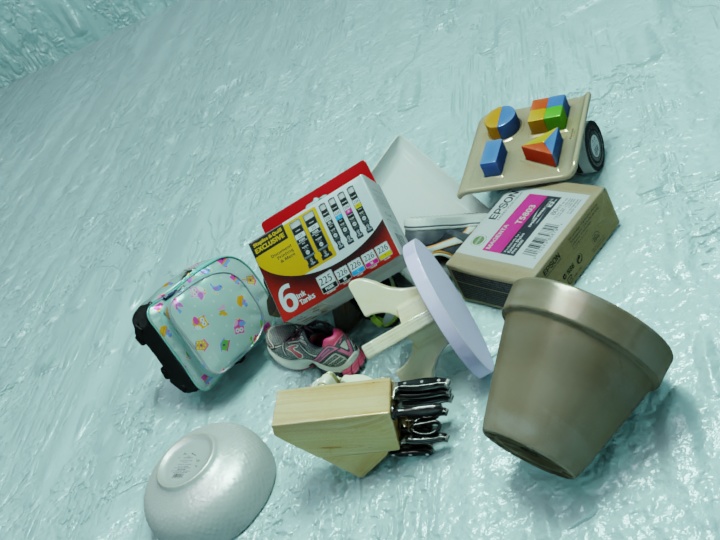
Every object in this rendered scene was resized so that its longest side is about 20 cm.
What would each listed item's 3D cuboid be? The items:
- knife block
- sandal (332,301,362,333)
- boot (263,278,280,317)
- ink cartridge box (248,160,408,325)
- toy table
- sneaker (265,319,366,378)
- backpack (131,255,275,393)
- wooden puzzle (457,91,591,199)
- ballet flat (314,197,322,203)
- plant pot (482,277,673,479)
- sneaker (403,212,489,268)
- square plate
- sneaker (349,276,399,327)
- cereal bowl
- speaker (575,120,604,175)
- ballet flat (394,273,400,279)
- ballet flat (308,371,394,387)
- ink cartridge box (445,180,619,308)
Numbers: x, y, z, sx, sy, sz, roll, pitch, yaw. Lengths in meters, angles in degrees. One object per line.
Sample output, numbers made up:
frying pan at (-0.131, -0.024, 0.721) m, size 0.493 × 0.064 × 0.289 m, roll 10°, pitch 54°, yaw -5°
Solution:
knife block at (0.012, 0.174, 1.264) m, size 0.176 × 0.199 × 0.064 m, roll -50°, pitch 21°, yaw 32°
sandal at (-0.040, 0.022, 1.598) m, size 0.082 × 0.054 × 0.201 m, roll -48°, pitch 30°, yaw 25°
boot at (-0.110, 0.011, 1.609) m, size 0.201 × 0.075 × 0.074 m, roll -100°, pitch 33°, yaw -50°
ink cartridge box at (-0.050, -0.045, 1.445) m, size 0.199 × 0.084 × 0.177 m, roll -31°, pitch 75°, yaw 15°
toy table at (0.077, 0.073, 1.337) m, size 0.117 × 0.184 × 0.201 m, roll -31°, pitch 74°, yaw 16°
sneaker at (-0.075, 0.104, 1.518) m, size 0.199 × 0.075 × 0.081 m, roll 6°, pitch 49°, yaw 46°
backpack at (-0.235, 0.073, 1.595) m, size 0.200 × 0.176 × 0.153 m, roll -43°, pitch 12°, yaw -36°
wooden puzzle at (0.245, -0.199, 1.527) m, size 0.198 × 0.046 × 0.186 m, roll -11°, pitch 42°, yaw 32°
ballet flat at (-0.014, -0.072, 1.647) m, size 0.199 × 0.068 × 0.068 m, roll 18°, pitch 94°, yaw 57°
plant pot at (0.228, 0.133, 1.139) m, size 0.199 × 0.200 × 0.175 m, roll 13°, pitch 70°, yaw 49°
sneaker at (0.146, -0.047, 1.506) m, size 0.199 × 0.080 × 0.078 m, roll -7°, pitch 6°, yaw -35°
square plate at (0.082, -0.082, 1.552) m, size 0.201 × 0.198 × 0.028 m, roll -53°, pitch 5°, yaw -30°
sneaker at (0.000, 0.000, 1.514) m, size 0.072 × 0.082 × 0.201 m, roll -49°, pitch 55°, yaw 26°
cereal bowl at (-0.220, 0.287, 1.393) m, size 0.199 × 0.084 × 0.201 m, roll -22°, pitch 33°, yaw 15°
speaker at (0.279, -0.181, 1.589) m, size 0.198 × 0.082 × 0.082 m, roll -6°, pitch 40°, yaw 35°
ballet flat at (0.077, -0.051, 1.601) m, size 0.200 × 0.072 × 0.072 m, roll -43°, pitch 34°, yaw -17°
ballet flat at (-0.020, 0.169, 1.394) m, size 0.199 × 0.064 × 0.076 m, roll -6°, pitch 40°, yaw 37°
ink cartridge box at (0.245, -0.038, 1.432) m, size 0.164 × 0.075 × 0.200 m, roll 14°, pitch 55°, yaw 48°
